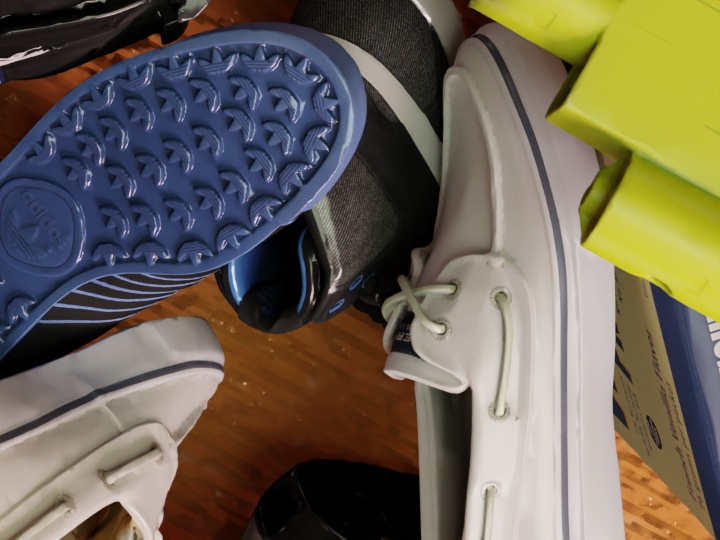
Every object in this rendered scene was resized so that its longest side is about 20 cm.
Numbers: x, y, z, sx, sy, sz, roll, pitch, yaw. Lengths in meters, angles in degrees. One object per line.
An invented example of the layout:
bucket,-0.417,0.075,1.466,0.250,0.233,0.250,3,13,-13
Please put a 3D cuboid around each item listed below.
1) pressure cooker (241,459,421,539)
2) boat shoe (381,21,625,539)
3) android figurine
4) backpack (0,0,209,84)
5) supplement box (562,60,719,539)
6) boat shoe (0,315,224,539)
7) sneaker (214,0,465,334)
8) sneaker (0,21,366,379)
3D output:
pressure cooker,0.011,0.189,0.877,0.176,0.179,0.200,20,99,-26
boat shoe,0.040,0.022,0.759,0.067,0.074,0.200,-7,87,-16
android figurine,0.137,-0.067,0.693,0.200,0.041,0.182,31,83,-2
backpack,-0.153,-0.119,0.668,0.200,0.176,0.154,-13,94,-8
supplement box,0.169,-0.028,0.828,0.200,0.200,0.134,-19,110,-7
boat shoe,-0.093,0.065,0.751,0.071,0.200,0.070,-26,88,23
sneaker,0.000,0.000,0.824,0.112,0.073,0.200,-54,139,-35
sneaker,-0.073,-0.022,0.750,0.200,0.078,0.070,-28,95,27
